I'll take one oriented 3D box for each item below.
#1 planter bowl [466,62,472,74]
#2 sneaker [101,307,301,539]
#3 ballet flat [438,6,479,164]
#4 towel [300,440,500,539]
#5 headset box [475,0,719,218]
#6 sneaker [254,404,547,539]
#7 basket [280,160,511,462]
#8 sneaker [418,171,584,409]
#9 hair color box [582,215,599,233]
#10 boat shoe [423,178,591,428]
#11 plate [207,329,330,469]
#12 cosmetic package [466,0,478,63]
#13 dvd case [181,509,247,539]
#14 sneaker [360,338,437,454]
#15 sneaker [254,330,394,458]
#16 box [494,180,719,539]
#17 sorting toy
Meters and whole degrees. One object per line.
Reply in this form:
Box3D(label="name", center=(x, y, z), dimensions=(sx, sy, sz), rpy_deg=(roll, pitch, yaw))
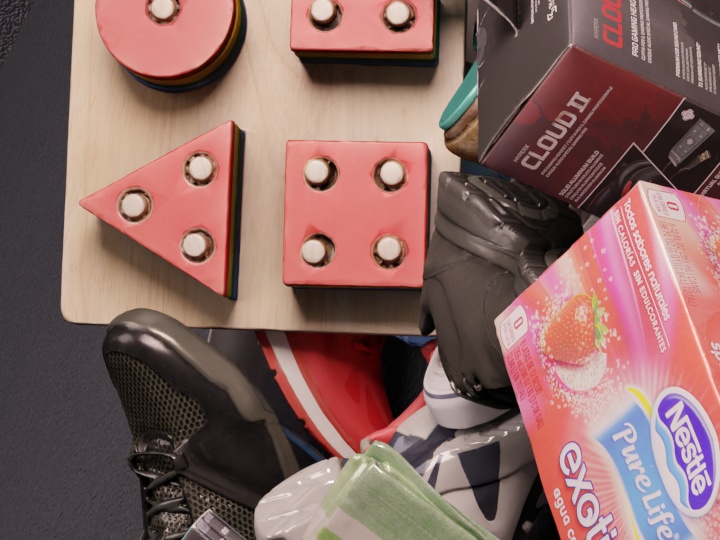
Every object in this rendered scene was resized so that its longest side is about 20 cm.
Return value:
Box3D(label="planter bowl", center=(0.046, -0.192, 1.470), dimensions=(0.134, 0.200, 0.201), rpy_deg=(-14, 50, 35))
Box3D(label="sneaker", center=(-0.085, 0.121, 1.220), dimensions=(0.076, 0.200, 0.114), rpy_deg=(1, 34, 47))
Box3D(label="ballet flat", center=(0.090, -0.105, 1.220), dimensions=(0.068, 0.072, 0.200), rpy_deg=(-46, 14, 33))
Box3D(label="towel", center=(0.015, 0.190, 1.155), dimensions=(0.200, 0.152, 0.023), rpy_deg=(-56, -7, 32))
Box3D(label="headset box", center=(0.133, -0.084, 1.039), dimensions=(0.075, 0.199, 0.149), rpy_deg=(-52, 22, 38))
Box3D(label="sneaker", center=(0.061, 0.131, 1.199), dimensions=(0.199, 0.130, 0.080), rpy_deg=(-28, 21, -2))
Box3D(label="basket", center=(-0.010, -0.002, 1.387), dimensions=(0.200, 0.176, 0.139), rpy_deg=(-59, 19, -9))
Box3D(label="sneaker", center=(0.077, 0.026, 1.077), dimensions=(0.200, 0.076, 0.091), rpy_deg=(-127, 52, -66))
Box3D(label="hair color box", center=(0.147, 0.029, 1.085), dimensions=(0.111, 0.064, 0.200), rpy_deg=(-53, 24, 35))
Box3D(label="boat shoe", center=(0.077, -0.008, 1.213), dimensions=(0.073, 0.065, 0.200), rpy_deg=(-9, 35, 38))
Box3D(label="plate", center=(-0.046, 0.072, 1.485), dimensions=(0.200, 0.032, 0.200), rpy_deg=(70, -156, -50))
Box3D(label="cosmetic package", center=(0.057, -0.160, 1.341), dimensions=(0.083, 0.199, 0.051), rpy_deg=(-48, 27, 45))
Box3D(label="dvd case", center=(-0.030, 0.222, 1.162), dimensions=(0.146, 0.200, 0.022), rpy_deg=(-54, -6, 34))
Box3D(label="sneaker", center=(0.029, 0.119, 1.274), dimensions=(0.201, 0.086, 0.074), rpy_deg=(-65, 18, 10))
Box3D(label="sneaker", center=(0.000, 0.000, 1.279), dimensions=(0.115, 0.201, 0.078), rpy_deg=(-26, 8, 11))
Box3D(label="box", center=(0.136, 0.080, 0.893), dimensions=(0.095, 0.102, 0.201), rpy_deg=(-46, 47, 39))
Box3D(label="sorting toy", center=(-0.050, -0.072, 1.225), dimensions=(0.070, 0.198, 0.201), rpy_deg=(37, -125, -84))
